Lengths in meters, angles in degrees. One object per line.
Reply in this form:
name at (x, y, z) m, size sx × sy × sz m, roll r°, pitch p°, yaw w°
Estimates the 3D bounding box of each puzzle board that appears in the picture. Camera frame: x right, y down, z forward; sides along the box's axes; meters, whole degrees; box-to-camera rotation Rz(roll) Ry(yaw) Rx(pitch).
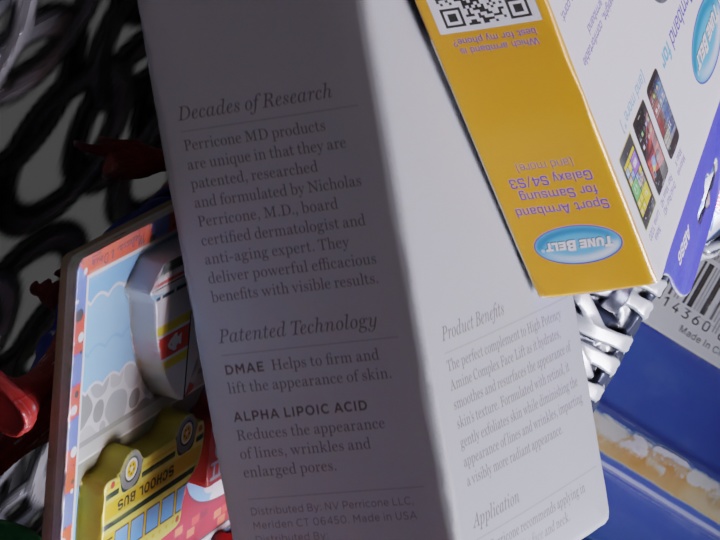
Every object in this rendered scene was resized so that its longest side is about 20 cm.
puzzle board at (-0.034, 0.041, 0.790) m, size 0.200 × 0.017 × 0.151 m, roll -33°, pitch 134°, yaw -60°

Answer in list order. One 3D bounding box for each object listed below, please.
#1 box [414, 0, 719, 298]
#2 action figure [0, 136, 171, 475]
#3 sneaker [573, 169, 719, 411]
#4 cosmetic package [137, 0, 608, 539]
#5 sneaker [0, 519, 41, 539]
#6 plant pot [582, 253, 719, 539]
box at (0.053, -0.089, 0.730) m, size 0.200 × 0.041 × 0.119 m, roll 68°, pitch 31°, yaw -32°
action figure at (-0.064, -0.005, 0.783) m, size 0.200 × 0.052 × 0.065 m, roll -41°, pitch 164°, yaw -51°
sneaker at (0.074, 0.006, 0.845) m, size 0.070 × 0.108 × 0.200 m, roll 43°, pitch 51°, yaw -37°
cosmetic package at (0.004, -0.013, 0.734) m, size 0.102 × 0.074 × 0.201 m, roll -19°, pitch 99°, yaw -62°
sneaker at (-0.101, 0.116, 0.849) m, size 0.200 × 0.074 × 0.084 m, roll -32°, pitch 134°, yaw -70°
plant pot at (0.120, 0.048, 1.024) m, size 0.200 × 0.200 × 0.180 m, roll -58°, pitch 178°, yaw -21°
